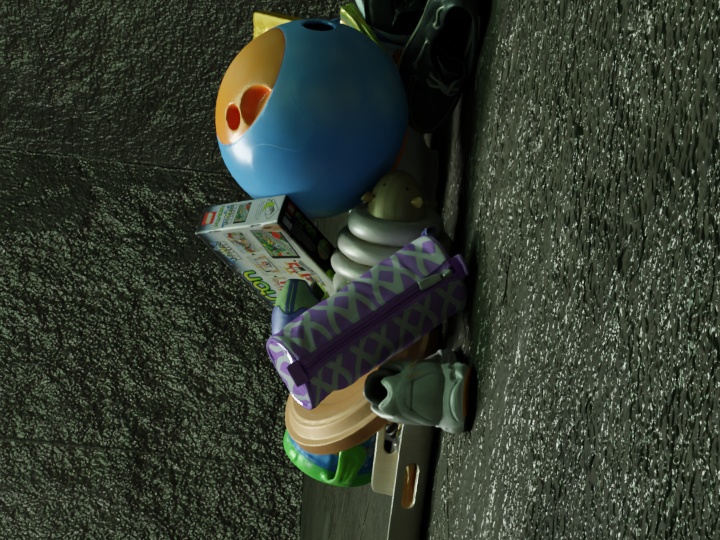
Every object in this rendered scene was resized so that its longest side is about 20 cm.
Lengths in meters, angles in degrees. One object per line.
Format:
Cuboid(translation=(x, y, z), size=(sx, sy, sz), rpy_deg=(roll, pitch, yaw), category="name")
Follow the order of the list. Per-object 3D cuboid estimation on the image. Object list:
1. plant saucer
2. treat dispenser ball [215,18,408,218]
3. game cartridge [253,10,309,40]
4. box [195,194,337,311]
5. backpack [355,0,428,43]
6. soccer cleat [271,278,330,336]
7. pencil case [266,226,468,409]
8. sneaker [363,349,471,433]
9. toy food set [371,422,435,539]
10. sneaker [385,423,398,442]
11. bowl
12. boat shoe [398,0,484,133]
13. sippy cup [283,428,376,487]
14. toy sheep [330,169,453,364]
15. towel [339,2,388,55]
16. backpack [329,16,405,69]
Cuboid(translation=(-0.004, 0.106, 1.606), size=(0.200, 0.032, 0.201), rpy_deg=(-34, 29, 21), category="plant saucer")
Cuboid(translation=(-0.050, -0.155, 1.543), size=(0.201, 0.199, 0.203), rpy_deg=(-174, 90, -85), category="treat dispenser ball")
Cuboid(translation=(-0.071, -0.199, 1.810), size=(0.176, 0.032, 0.202), rpy_deg=(21, 116, 45), category="game cartridge")
Cuboid(translation=(-0.070, -0.001, 1.570), size=(0.200, 0.109, 0.035), rpy_deg=(48, -132, -41), category="box")
Cuboid(translation=(0.059, -0.339, 1.576), size=(0.127, 0.165, 0.202), rpy_deg=(-17, -72, -77), category="backpack")
Cuboid(translation=(-0.035, 0.056, 1.501), size=(0.200, 0.064, 0.085), rpy_deg=(35, -123, -70), category="soccer cleat")
Cuboid(translation=(0.010, 0.047, 1.384), size=(0.084, 0.199, 0.085), rpy_deg=(59, 164, -12), category="pencil case")
Cuboid(translation=(0.046, 0.107, 1.399), size=(0.200, 0.091, 0.077), rpy_deg=(137, 138, -84), category="sneaker")
Cuboid(translation=(0.036, 0.198, 1.603), size=(0.200, 0.060, 0.145), rpy_deg=(-105, 22, -79), category="toy food set")
Cuboid(translation=(0.031, 0.123, 1.757), size=(0.116, 0.075, 0.200), rpy_deg=(-60, -22, -14), category="sneaker")
Cuboid(translation=(0.040, -0.096, 1.747), size=(0.201, 0.089, 0.203), rpy_deg=(-174, 90, -85), category="bowl")
Cuboid(translation=(0.079, -0.210, 1.526), size=(0.063, 0.072, 0.201), rpy_deg=(-84, 8, -47), category="boat shoe")
Cuboid(translation=(-0.019, 0.187, 1.953), size=(0.178, 0.139, 0.131), rpy_deg=(41, 124, 35), category="sippy cup")
Cuboid(translation=(0.033, -0.002, 1.515), size=(0.138, 0.136, 0.202), rpy_deg=(-99, 9, -73), category="toy sheep")
Cuboid(translation=(-0.015, -0.196, 1.673), size=(0.086, 0.018, 0.201), rpy_deg=(58, 151, 25), category="towel")
Cuboid(translation=(0.003, -0.226, 1.886), size=(0.190, 0.198, 0.156), rpy_deg=(149, 124, -64), category="backpack")
